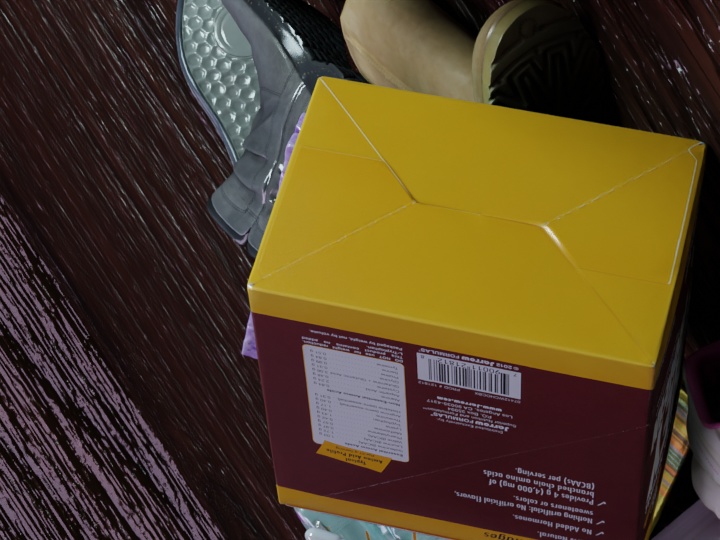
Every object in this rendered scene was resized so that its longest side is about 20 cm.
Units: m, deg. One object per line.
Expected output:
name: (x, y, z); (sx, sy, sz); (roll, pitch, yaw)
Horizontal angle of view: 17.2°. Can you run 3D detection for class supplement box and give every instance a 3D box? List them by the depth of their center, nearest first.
supplement box: (0.062, 0.032, 1.194); (0.196, 0.133, 0.201); (11, 146, 11)

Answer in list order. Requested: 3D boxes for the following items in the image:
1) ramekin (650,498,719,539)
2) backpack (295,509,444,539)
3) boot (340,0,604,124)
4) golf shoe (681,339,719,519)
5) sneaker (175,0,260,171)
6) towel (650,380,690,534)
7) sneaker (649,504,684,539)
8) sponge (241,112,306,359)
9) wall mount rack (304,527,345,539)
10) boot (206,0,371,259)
ramekin: (0.226, 0.206, 1.271); (0.200, 0.098, 0.201); (44, 165, 15)
backpack: (0.049, 0.160, 1.650); (0.200, 0.153, 0.176); (44, -174, -5)
boot: (0.050, -0.113, 1.269); (0.200, 0.066, 0.176); (45, 162, 42)
golf shoe: (0.218, 0.099, 1.162); (0.200, 0.075, 0.092); (32, 149, 56)
sneaker: (-0.070, -0.111, 1.651); (0.146, 0.076, 0.204); (50, -158, -83)
towel: (0.142, 0.123, 1.389); (0.086, 0.018, 0.201); (47, 135, 34)
sneaker: (0.158, 0.170, 1.454); (0.079, 0.079, 0.200); (21, 179, -22)
sponge: (0.000, 0.000, 1.337); (0.111, 0.030, 0.201); (19, 142, 3)
wall mount rack: (0.058, 0.155, 1.327); (0.200, 0.173, 0.075); (-30, -83, -87)
boot: (-0.057, -0.088, 1.438); (0.070, 0.132, 0.200); (17, -155, -41)
